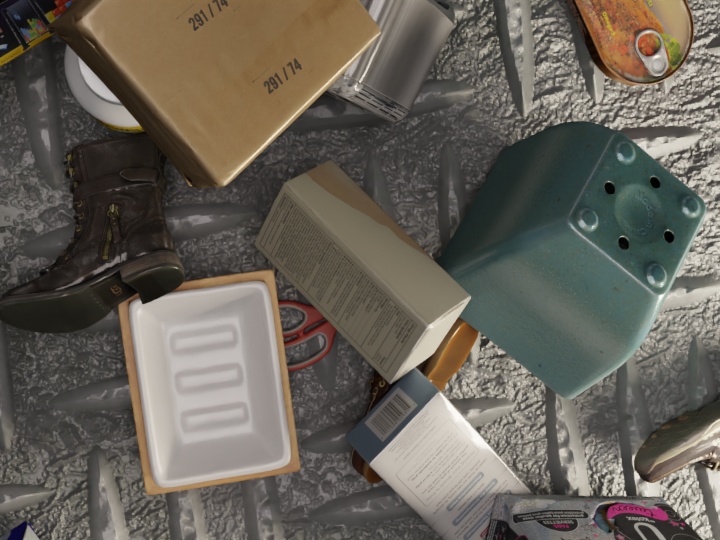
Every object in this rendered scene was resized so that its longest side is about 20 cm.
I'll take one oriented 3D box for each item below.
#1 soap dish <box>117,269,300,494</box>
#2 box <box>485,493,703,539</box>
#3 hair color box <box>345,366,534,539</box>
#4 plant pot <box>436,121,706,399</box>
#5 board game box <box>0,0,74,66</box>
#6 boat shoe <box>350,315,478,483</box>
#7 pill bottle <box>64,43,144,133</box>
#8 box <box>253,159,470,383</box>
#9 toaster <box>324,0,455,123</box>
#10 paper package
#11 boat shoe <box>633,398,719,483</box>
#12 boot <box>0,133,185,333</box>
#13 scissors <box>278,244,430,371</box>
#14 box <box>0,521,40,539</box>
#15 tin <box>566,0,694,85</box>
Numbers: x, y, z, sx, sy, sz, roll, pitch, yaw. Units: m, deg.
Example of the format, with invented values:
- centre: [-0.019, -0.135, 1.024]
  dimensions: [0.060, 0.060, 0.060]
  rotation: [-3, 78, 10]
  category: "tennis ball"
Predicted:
- centre: [-0.150, 0.109, 1.311]
  dimensions: [0.155, 0.081, 0.204]
  rotation: [-8, 94, -7]
  category: "soap dish"
- centre: [0.232, 0.307, 1.326]
  dimensions: [0.197, 0.115, 0.134]
  rotation: [4, 110, -21]
  category: "box"
- centre: [0.084, 0.199, 1.320]
  dimensions: [0.099, 0.061, 0.200]
  rotation: [-45, 124, -4]
  category: "hair color box"
- centre: [0.218, -0.026, 1.269]
  dimensions: [0.195, 0.200, 0.197]
  rotation: [37, 64, -8]
  category: "plant pot"
- centre: [-0.355, -0.261, 1.208]
  dimensions: [0.164, 0.201, 0.057]
  rotation: [-31, 137, -4]
  category: "board game box"
- centre: [0.045, 0.118, 1.352]
  dimensions: [0.070, 0.070, 0.202]
  rotation: [32, 90, 32]
  category: "boat shoe"
- centre: [-0.216, -0.188, 1.227]
  dimensions: [0.110, 0.200, 0.114]
  rotation: [0, 93, -8]
  category: "pill bottle"
- centre: [0.000, 0.000, 1.278]
  dimensions: [0.200, 0.095, 0.077]
  rotation: [46, 42, 13]
  category: "box"
- centre: [0.004, -0.226, 1.267]
  dimensions: [0.112, 0.199, 0.131]
  rotation: [24, 94, 23]
  category: "toaster"
- centre: [-0.118, -0.198, 1.095]
  dimensions: [0.200, 0.103, 0.191]
  rotation: [-46, 113, -13]
  category: "paper package"
- centre: [0.385, 0.179, 1.396]
  dimensions: [0.198, 0.074, 0.074]
  rotation: [-28, 96, -5]
  category: "boat shoe"
- centre: [-0.263, -0.042, 1.274]
  dimensions: [0.197, 0.070, 0.176]
  rotation: [-16, 61, -4]
  category: "boot"
- centre: [-0.008, 0.040, 1.365]
  dimensions: [0.197, 0.014, 0.074]
  rotation: [-22, 93, -8]
  category: "scissors"
- centre: [-0.363, 0.384, 1.283]
  dimensions: [0.198, 0.105, 0.186]
  rotation: [-32, 97, -6]
  category: "box"
- centre: [0.272, -0.290, 1.375]
  dimensions: [0.111, 0.042, 0.202]
  rotation: [-26, 96, -2]
  category: "tin"
